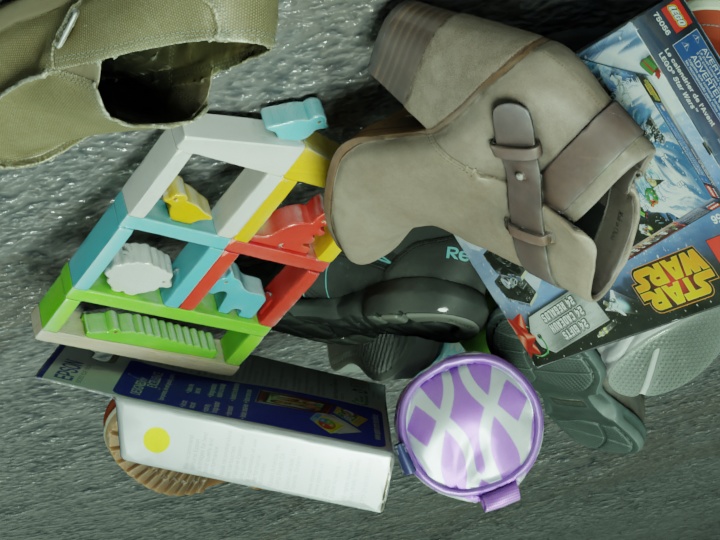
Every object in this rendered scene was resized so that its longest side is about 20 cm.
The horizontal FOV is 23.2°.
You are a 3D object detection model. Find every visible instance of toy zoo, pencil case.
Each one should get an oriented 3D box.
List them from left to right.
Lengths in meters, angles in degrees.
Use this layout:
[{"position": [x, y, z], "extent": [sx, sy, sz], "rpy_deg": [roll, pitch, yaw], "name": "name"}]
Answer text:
[{"position": [-0.074, -0.019, 0.940], "extent": [0.131, 0.020, 0.200], "rpy_deg": [14, 133, -36], "name": "toy zoo"}, {"position": [0.062, 0.092, 1.011], "extent": [0.084, 0.086, 0.200], "rpy_deg": [-29, 176, 0], "name": "pencil case"}]

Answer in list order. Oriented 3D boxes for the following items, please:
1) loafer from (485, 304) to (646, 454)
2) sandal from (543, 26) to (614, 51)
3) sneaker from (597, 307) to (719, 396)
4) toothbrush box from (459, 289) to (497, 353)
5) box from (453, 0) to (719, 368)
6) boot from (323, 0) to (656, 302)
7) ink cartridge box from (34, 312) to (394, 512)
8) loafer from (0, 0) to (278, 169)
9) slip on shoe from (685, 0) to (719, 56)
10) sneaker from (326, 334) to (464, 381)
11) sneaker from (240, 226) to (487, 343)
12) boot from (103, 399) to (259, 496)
[{"position": [0.130, 0.047, 1.064], "extent": [0.072, 0.063, 0.200], "rpy_deg": [7, 155, 28], "name": "loafer"}, {"position": [0.103, -0.075, 0.957], "extent": [0.076, 0.043, 0.200], "rpy_deg": [-8, 161, -15], "name": "sandal"}, {"position": [0.210, -0.013, 0.958], "extent": [0.200, 0.080, 0.070], "rpy_deg": [-29, 138, 8], "name": "sneaker"}, {"position": [0.151, -0.012, 1.115], "extent": [0.200, 0.086, 0.146], "rpy_deg": [-18, 161, 8], "name": "toothbrush box"}, {"position": [0.118, -0.036, 0.861], "extent": [0.040, 0.137, 0.200], "rpy_deg": [-34, -175, -32], "name": "box"}, {"position": [0.061, -0.034, 0.840], "extent": [0.070, 0.146, 0.200], "rpy_deg": [-40, 157, -30], "name": "boot"}, {"position": [-0.082, 0.082, 1.035], "extent": [0.200, 0.047, 0.198], "rpy_deg": [11, -172, -2], "name": "ink cartridge box"}, {"position": [-0.107, -0.085, 0.731], "extent": [0.076, 0.068, 0.200], "rpy_deg": [3, 155, -42], "name": "loafer"}, {"position": [0.158, -0.063, 0.887], "extent": [0.074, 0.061, 0.200], "rpy_deg": [15, 140, -7], "name": "slip on shoe"}, {"position": [0.036, 0.035, 1.148], "extent": [0.082, 0.074, 0.200], "rpy_deg": [-1, 180, -14], "name": "sneaker"}, {"position": [0.000, 0.000, 1.033], "extent": [0.200, 0.079, 0.075], "rpy_deg": [-2, 163, 43], "name": "sneaker"}, {"position": [-0.119, 0.097, 1.211], "extent": [0.200, 0.107, 0.075], "rpy_deg": [14, 113, -54], "name": "boot"}]
